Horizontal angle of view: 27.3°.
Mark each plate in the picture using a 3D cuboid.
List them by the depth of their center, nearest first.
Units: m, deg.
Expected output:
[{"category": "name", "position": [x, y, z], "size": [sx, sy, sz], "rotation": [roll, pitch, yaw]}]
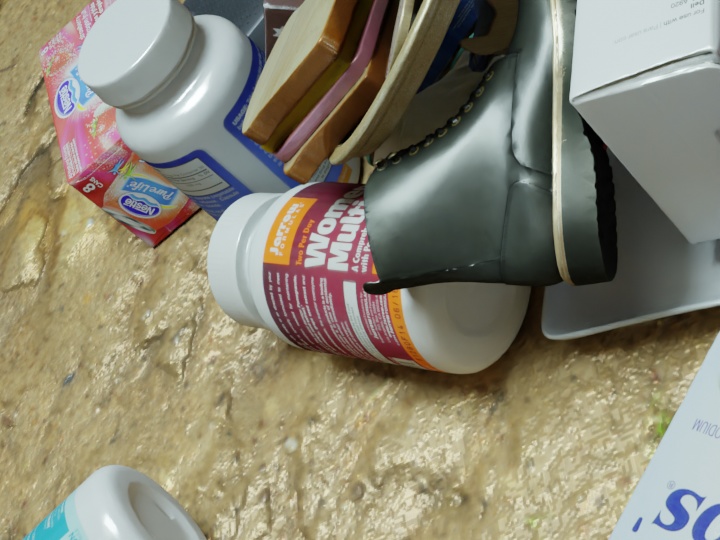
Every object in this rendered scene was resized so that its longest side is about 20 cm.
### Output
[{"category": "plate", "position": [0.203, -0.056, 0.850], "size": [0.199, 0.032, 0.201], "rotation": [-14, 51, 34]}]

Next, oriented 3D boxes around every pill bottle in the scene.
[{"category": "pill bottle", "position": [0.000, 0.000, 0.932], "size": [0.199, 0.110, 0.110], "rotation": [6, 64, 44]}, {"category": "pill bottle", "position": [-0.191, 0.225, 0.933], "size": [0.200, 0.111, 0.111], "rotation": [-44, 40, 8]}, {"category": "pill bottle", "position": [-0.098, -0.106, 1.032], "size": [0.112, 0.200, 0.113], "rotation": [-23, 46, 27]}]

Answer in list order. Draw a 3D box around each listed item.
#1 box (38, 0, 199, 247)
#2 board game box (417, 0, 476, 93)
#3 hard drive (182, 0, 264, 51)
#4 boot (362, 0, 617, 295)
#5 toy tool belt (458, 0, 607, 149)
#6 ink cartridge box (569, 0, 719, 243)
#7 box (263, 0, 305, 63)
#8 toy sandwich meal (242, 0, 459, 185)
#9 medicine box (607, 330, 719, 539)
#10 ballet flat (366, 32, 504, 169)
[{"category": "box", "position": [-0.186, -0.129, 1.210], "size": [0.095, 0.100, 0.200], "rotation": [-38, 42, 13]}, {"category": "board game box", "position": [0.033, -0.230, 1.096], "size": [0.200, 0.043, 0.199], "rotation": [-55, 36, 12]}, {"category": "hard drive", "position": [-0.071, -0.230, 1.158], "size": [0.200, 0.042, 0.135], "rotation": [-48, 36, 21]}, {"category": "boot", "position": [0.061, -0.087, 0.805], "size": [0.137, 0.077, 0.201], "rotation": [-7, 72, 19]}, {"category": "toy tool belt", "position": [0.101, -0.170, 0.904], "size": [0.122, 0.125, 0.201], "rotation": [10, 71, 0]}, {"category": "ink cartridge box", "position": [0.185, -0.138, 0.792], "size": [0.084, 0.145, 0.201], "rotation": [-15, 51, 34]}, {"category": "box", "position": [-0.007, -0.234, 1.012], "size": [0.099, 0.075, 0.201], "rotation": [6, 61, 0]}, {"category": "toy sandwich meal", "position": [0.002, -0.149, 0.843], "size": [0.205, 0.070, 0.206], "rotation": [-157, 90, -79]}, {"category": "medicine box", "position": [0.227, 0.111, 0.645], "size": [0.182, 0.103, 0.201], "rotation": [18, 72, 48]}, {"category": "ballet flat", "position": [0.074, -0.101, 0.948], "size": [0.069, 0.070, 0.200], "rotation": [-12, 19, 36]}]
